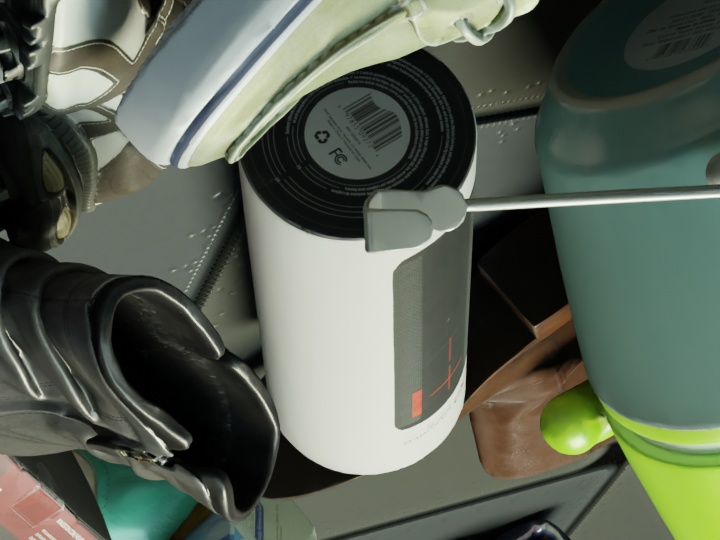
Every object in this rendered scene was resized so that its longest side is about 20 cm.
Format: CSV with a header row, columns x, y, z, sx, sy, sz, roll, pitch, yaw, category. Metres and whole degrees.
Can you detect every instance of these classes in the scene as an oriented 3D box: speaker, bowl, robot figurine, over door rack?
x,y,z,sx,sy,sz,roll,pitch,yaw,category
0.000,0.000,0.906,0.081,0.081,0.200,-23,155,-11,speaker
0.139,-0.050,0.858,0.201,0.201,0.105,-32,113,7,bowl
0.163,0.058,1.007,0.175,0.116,0.200,-9,131,28,robot figurine
0.089,-0.090,0.733,0.200,0.148,0.067,-5,-170,-13,over door rack

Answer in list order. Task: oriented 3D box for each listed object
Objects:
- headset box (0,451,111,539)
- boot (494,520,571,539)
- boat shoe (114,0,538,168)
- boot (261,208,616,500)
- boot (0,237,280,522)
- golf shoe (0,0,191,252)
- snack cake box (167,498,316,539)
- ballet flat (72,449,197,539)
x,y,z,sx,sy,sz,roll,pitch,yaw,category
-0.188,0.085,0.876,0.200,0.077,0.149,-29,155,1,headset box
0.036,0.208,1.317,0.200,0.073,0.090,-43,162,-38,boot
0.024,-0.091,0.643,0.200,0.062,0.072,-44,-178,-2,boat shoe
0.044,0.063,1.096,0.186,0.064,0.200,-30,159,-1,boot
-0.110,0.001,0.694,0.200,0.132,0.070,38,68,-49,boot
-0.073,-0.078,0.696,0.094,0.078,0.200,-25,166,-14,golf shoe
-0.115,0.160,1.042,0.200,0.067,0.115,-33,-160,10,snack cake box
-0.152,0.114,0.990,0.200,0.067,0.070,-34,141,8,ballet flat
